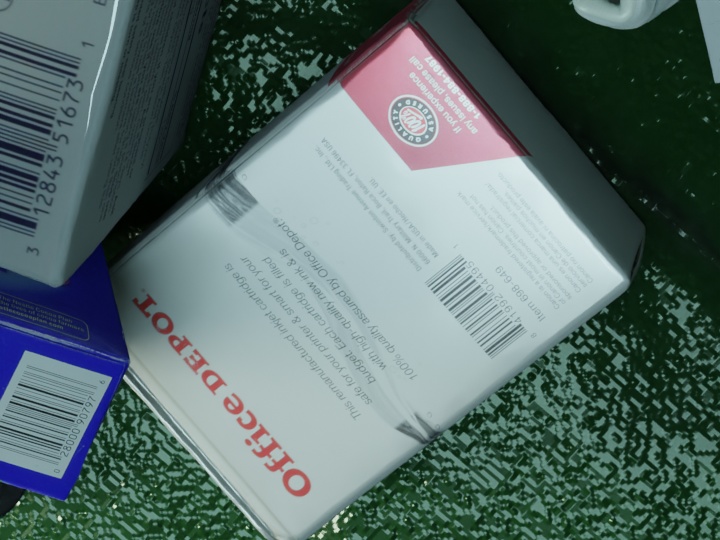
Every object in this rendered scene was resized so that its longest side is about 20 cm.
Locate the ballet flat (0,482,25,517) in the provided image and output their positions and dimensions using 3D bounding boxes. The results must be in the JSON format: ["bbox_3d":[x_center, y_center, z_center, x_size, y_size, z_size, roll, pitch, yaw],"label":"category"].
[{"bbox_3d":[-0.216,0.031,1.333,0.073,0.073,0.201,-29,100,20],"label":"ballet flat"}]

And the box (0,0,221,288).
[{"bbox_3d":[-0.117,-0.122,1.187,0.104,0.200,0.185,19,112,5],"label":"box"}]

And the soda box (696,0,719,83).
[{"bbox_3d":[0.151,-0.170,1.145,0.068,0.064,0.201,-6,130,15],"label":"soda box"}]

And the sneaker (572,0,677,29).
[{"bbox_3d":[0.085,-0.190,1.186,0.070,0.080,0.201,-18,102,20],"label":"sneaker"}]

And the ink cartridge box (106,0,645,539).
[{"bbox_3d":[0.000,0.000,1.266,0.200,0.085,0.146,-39,96,19],"label":"ink cartridge box"}]

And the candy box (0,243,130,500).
[{"bbox_3d":[-0.192,-0.011,1.216,0.168,0.200,0.077,20,115,-22],"label":"candy box"}]
